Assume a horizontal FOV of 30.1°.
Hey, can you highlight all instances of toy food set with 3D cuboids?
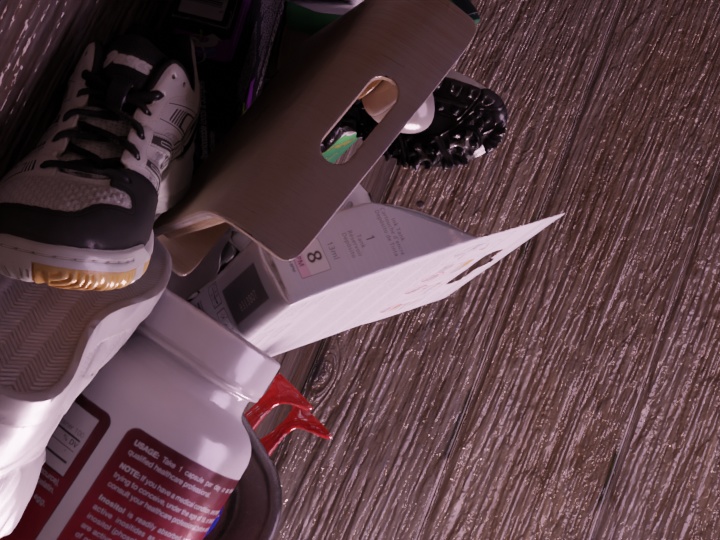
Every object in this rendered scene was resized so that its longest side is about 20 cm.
[{"bbox_3d":[-0.029,-0.058,0.674,0.144,0.060,0.200,-52,-166,-15],"label":"toy food set"}]

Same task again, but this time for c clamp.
[{"bbox_3d":[-0.131,0.133,0.771,0.171,0.200,0.027,-35,150,11],"label":"c clamp"}]

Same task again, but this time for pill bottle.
[{"bbox_3d":[-0.129,0.111,0.701,0.200,0.113,0.113,-57,176,-4],"label":"pill bottle"}]

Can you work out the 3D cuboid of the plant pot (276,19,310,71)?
[{"bbox_3d":[0.007,-0.235,1.141,0.201,0.092,0.202,21,90,-86],"label":"plant pot"}]

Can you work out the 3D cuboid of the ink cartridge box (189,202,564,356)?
[{"bbox_3d":[0.000,0.000,0.816,0.199,0.057,0.162,-23,171,-31],"label":"ink cartridge box"}]

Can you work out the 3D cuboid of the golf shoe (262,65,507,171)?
[{"bbox_3d":[0.018,-0.121,0.876,0.095,0.199,0.078,-49,134,-35],"label":"golf shoe"}]

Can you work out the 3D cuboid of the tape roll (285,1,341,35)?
[{"bbox_3d":[-0.006,-0.258,0.911,0.200,0.048,0.201,-167,-90,-89],"label":"tape roll"}]

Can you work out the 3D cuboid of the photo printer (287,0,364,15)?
[{"bbox_3d":[-0.014,-0.233,0.658,0.166,0.069,0.201,-15,112,-75],"label":"photo printer"}]

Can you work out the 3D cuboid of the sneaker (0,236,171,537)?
[{"bbox_3d":[-0.157,0.047,0.620,0.116,0.073,0.200,-58,-178,24],"label":"sneaker"}]

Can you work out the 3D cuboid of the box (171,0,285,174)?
[{"bbox_3d":[-0.073,-0.147,0.782,0.200,0.036,0.144,100,4,-66],"label":"box"}]

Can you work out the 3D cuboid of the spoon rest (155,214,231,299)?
[{"bbox_3d":[-0.120,-0.010,0.799,0.200,0.060,0.100,-60,171,-73],"label":"spoon rest"}]

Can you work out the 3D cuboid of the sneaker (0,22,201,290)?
[{"bbox_3d":[-0.115,-0.058,0.587,0.200,0.075,0.088,-85,-172,-68],"label":"sneaker"}]

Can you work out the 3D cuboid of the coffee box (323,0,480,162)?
[{"bbox_3d":[-0.006,-0.142,1.053,0.200,0.044,0.123,-42,174,29],"label":"coffee box"}]

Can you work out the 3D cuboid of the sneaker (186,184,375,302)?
[{"bbox_3d":[-0.078,-0.005,0.912,0.199,0.089,0.074,-28,-169,-14],"label":"sneaker"}]

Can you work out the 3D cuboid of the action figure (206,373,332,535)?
[{"bbox_3d":[-0.102,0.153,0.814,0.200,0.052,0.065,-43,149,-10],"label":"action figure"}]
